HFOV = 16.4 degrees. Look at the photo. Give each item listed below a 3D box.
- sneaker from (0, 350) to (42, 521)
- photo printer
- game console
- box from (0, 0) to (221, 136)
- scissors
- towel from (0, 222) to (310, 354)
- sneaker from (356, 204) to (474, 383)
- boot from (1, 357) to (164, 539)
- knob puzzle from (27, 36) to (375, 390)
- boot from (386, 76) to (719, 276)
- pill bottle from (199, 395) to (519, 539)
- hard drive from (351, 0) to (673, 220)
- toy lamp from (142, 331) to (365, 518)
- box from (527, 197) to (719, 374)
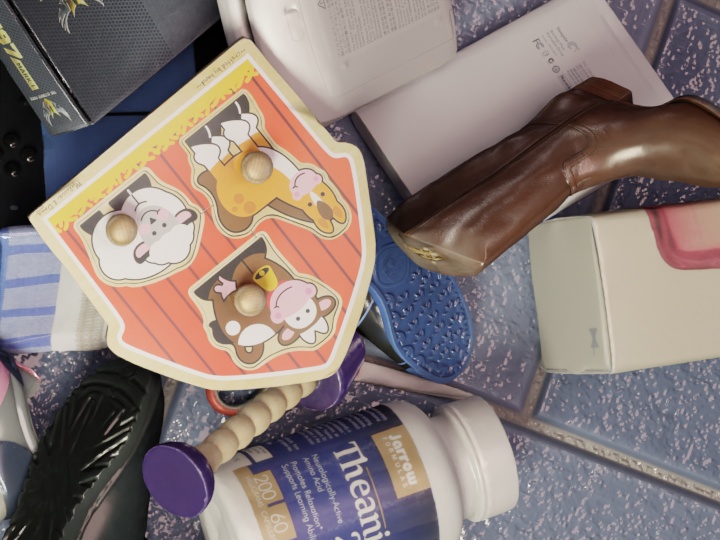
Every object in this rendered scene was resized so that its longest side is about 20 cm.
[{"bbox_3d":[-0.256,0.064,1.618,0.082,0.070,0.200,-27,100,-33],"label":"sneaker"},{"bbox_3d":[-0.021,-0.185,1.625,0.200,0.069,0.167,-33,114,-53],"label":"photo printer"},{"bbox_3d":[-0.148,-0.095,1.619,0.199,0.031,0.177,-2,66,-9],"label":"game console"},{"bbox_3d":[-0.162,-0.204,1.586,0.200,0.051,0.158,-43,110,-33],"label":"box"},{"bbox_3d":[-0.017,0.059,1.712,0.199,0.014,0.073,-2,88,-16],"label":"scissors"},{"bbox_3d":[-0.136,0.012,1.607,0.199,0.147,0.024,0,60,-12],"label":"towel"},{"bbox_3d":[0.000,0.000,1.696,0.070,0.078,0.200,-52,125,-17],"label":"sneaker"},{"bbox_3d":[-0.144,0.178,1.621,0.168,0.076,0.200,41,65,-41],"label":"boot"},{"bbox_3d":[-0.076,-0.011,1.541,0.219,0.030,0.220,-2,98,-11],"label":"knob puzzle"},{"bbox_3d":[0.133,-0.047,1.617,0.200,0.186,0.064,-32,120,-26],"label":"boot"},{"bbox_3d":[0.000,0.152,1.666,0.200,0.111,0.111,-18,94,-17],"label":"pill bottle"},{"bbox_3d":[0.112,-0.101,1.730,0.200,0.025,0.132,-30,77,-16],"label":"hard drive"},{"bbox_3d":[-0.064,0.090,1.622,0.200,0.058,0.058,-35,101,-48],"label":"toy lamp"},{"bbox_3d":[0.233,0.006,1.734,0.200,0.128,0.109,-7,90,-18],"label":"box"}]
